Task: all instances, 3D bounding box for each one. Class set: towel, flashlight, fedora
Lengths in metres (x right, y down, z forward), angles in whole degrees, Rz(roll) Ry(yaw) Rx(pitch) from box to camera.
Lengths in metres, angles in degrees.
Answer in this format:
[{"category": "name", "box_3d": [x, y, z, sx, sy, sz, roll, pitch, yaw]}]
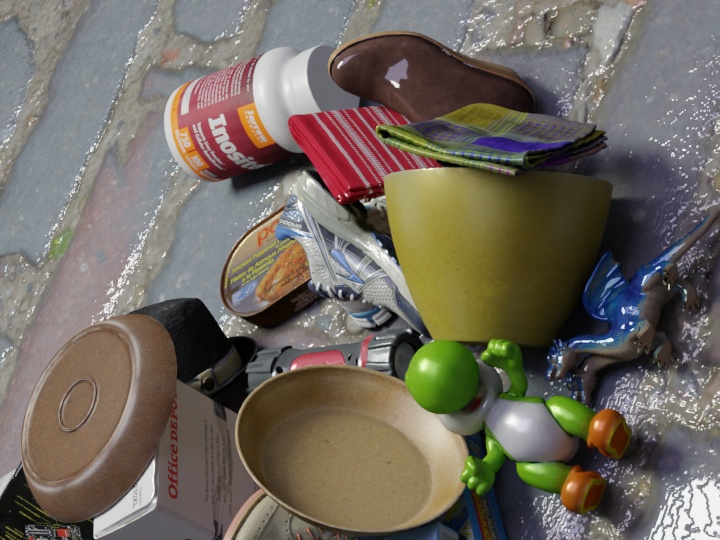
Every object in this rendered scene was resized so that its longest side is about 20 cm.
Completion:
[{"category": "towel", "box_3d": [0.044, -0.115, 1.753, 0.145, 0.199, 0.023, -126, 36, -47]}, {"category": "flashlight", "box_3d": [-0.026, 0.097, 1.756, 0.199, 0.068, 0.068, -10, 68, 40]}, {"category": "fedora", "box_3d": [-0.204, 0.087, 1.845, 0.199, 0.092, 0.201, -22, 13, 5]}, {"category": "towel", "box_3d": [0.114, -0.114, 1.581, 0.143, 0.200, 0.023, 15, 107, 26]}]

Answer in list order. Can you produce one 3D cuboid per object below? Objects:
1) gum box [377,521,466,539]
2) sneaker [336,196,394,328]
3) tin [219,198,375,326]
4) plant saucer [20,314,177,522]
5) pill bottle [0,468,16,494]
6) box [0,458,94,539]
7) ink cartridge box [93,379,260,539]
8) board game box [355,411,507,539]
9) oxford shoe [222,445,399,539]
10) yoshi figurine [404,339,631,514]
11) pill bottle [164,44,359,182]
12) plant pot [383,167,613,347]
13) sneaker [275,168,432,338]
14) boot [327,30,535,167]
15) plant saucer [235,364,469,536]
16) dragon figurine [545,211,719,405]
[{"category": "gum box", "box_3d": [-0.004, 0.313, 1.524, 0.199, 0.044, 0.171, -22, 51, 35]}, {"category": "sneaker", "box_3d": [0.029, -0.048, 1.781, 0.075, 0.087, 0.201, 16, 75, 51]}, {"category": "tin", "box_3d": [-0.059, -0.020, 1.886, 0.199, 0.042, 0.113, -33, 50, 25]}, {"category": "plant saucer", "box_3d": [-0.244, 0.126, 1.672, 0.200, 0.034, 0.201, -27, 49, 35]}, {"category": "pill bottle", "box_3d": [-0.320, 0.248, 1.910, 0.199, 0.112, 0.113, -31, 46, 27]}, {"category": "box", "box_3d": [-0.260, 0.265, 1.791, 0.160, 0.199, 0.049, -59, -2, -1]}, {"category": "ink cartridge box", "box_3d": [-0.147, 0.201, 1.702, 0.084, 0.200, 0.146, -29, 47, 28]}, {"category": "board game box", "box_3d": [0.026, 0.231, 1.624, 0.200, 0.056, 0.197, -35, 45, 23]}, {"category": "oxford shoe", "box_3d": [-0.044, 0.211, 1.561, 0.074, 0.071, 0.200, 13, 46, 42]}, {"category": "yoshi figurine", "box_3d": [0.114, 0.117, 1.528, 0.199, 0.113, 0.112, 26, 46, 26]}, {"category": "pill bottle", "box_3d": [-0.103, -0.170, 1.967, 0.199, 0.113, 0.114, -17, 54, 38]}, {"category": "plant pot", "box_3d": [0.116, -0.006, 1.612, 0.199, 0.199, 0.143, -1, 85, 44]}, {"category": "sneaker", "box_3d": [0.000, 0.000, 1.715, 0.200, 0.077, 0.085, 45, 108, 19]}, {"category": "boot", "box_3d": [0.067, -0.153, 1.731, 0.167, 0.198, 0.073, -89, 7, -57]}, {"category": "plant saucer", "box_3d": [-0.009, 0.157, 1.553, 0.201, 0.199, 0.036, -117, 31, -45]}, {"category": "dragon figurine", "box_3d": [0.226, 0.023, 1.561, 0.099, 0.059, 0.201, 15, 78, 48]}]
